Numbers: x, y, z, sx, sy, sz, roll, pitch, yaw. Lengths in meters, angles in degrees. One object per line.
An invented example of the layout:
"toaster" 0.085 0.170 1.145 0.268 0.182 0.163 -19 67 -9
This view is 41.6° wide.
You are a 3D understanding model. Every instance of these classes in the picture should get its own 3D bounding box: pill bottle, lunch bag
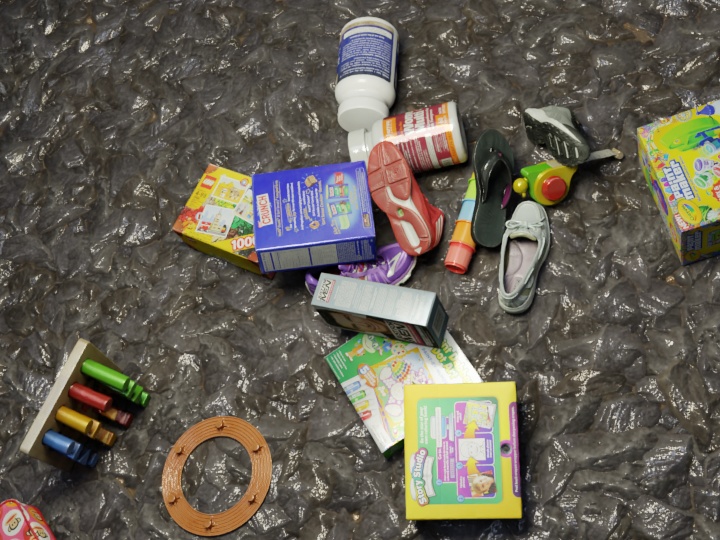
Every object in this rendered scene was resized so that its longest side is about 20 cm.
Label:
"pill bottle" 0.012 -0.362 1.774 0.115 0.116 0.201 -4 64 16
"lunch bag" -0.613 0.488 1.587 0.200 0.082 0.176 -42 59 -4
"pill bottle" 0.085 -0.226 1.687 0.199 0.110 0.110 -12 62 12

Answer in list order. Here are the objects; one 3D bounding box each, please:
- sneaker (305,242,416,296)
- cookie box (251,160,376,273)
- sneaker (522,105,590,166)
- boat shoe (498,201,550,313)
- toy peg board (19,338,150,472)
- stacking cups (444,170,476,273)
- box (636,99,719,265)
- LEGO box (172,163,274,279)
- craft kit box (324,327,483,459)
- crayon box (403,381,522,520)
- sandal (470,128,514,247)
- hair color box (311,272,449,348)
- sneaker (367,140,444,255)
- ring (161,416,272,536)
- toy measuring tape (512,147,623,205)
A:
"sneaker" 0.000 0.000 1.621 0.199 0.084 0.081 -21 60 7
"cookie box" -0.080 -0.092 1.607 0.199 0.075 0.172 -7 54 0
"sneaker" 0.342 -0.238 1.596 0.079 0.074 0.200 -21 29 -4
"boat shoe" 0.266 -0.031 1.558 0.074 0.065 0.203 9 65 21
"toy peg board" -0.448 0.246 1.594 0.097 0.200 0.200 21 73 10
"stacking cups" 0.192 -0.092 1.624 0.060 0.061 0.201 16 76 24
"box" 0.561 -0.145 1.486 0.192 0.122 0.201 -19 61 10
"LEGO box" -0.219 -0.092 1.741 0.199 0.077 0.150 20 73 25
"craft kit box" 0.072 0.168 1.541 0.197 0.049 0.200 -33 60 -3
"crayon box" 0.153 0.272 1.426 0.171 0.058 0.201 -3 75 11
"sandal" 0.227 -0.139 1.583 0.075 0.048 0.202 6 83 -21
"hair color box" 0.032 0.064 1.523 0.199 0.099 0.061 10 69 23
"sneaker" 0.080 -0.124 1.626 0.078 0.115 0.201 -18 88 23
"ring" -0.242 0.338 1.575 0.199 0.019 0.202 -7 63 14
"toy measuring tape" 0.350 -0.154 1.602 0.199 0.074 0.074 -14 60 -12
